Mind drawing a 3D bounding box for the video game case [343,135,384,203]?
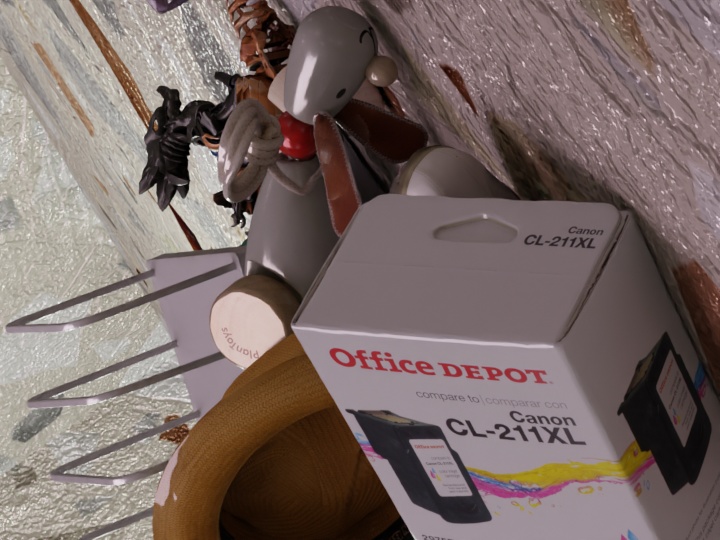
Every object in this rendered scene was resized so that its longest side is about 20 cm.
[{"bbox_3d":[0.011,-0.016,1.724,0.200,0.023,0.182,56,173,3],"label":"video game case"}]

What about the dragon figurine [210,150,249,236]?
[{"bbox_3d":[-0.038,-0.024,1.849,0.200,0.059,0.099,54,173,16],"label":"dragon figurine"}]

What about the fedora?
[{"bbox_3d":[-0.021,0.092,1.370,0.201,0.200,0.082,63,-175,-46],"label":"fedora"}]

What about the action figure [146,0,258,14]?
[{"bbox_3d":[-0.084,-0.194,1.383,0.130,0.069,0.200,60,169,0],"label":"action figure"}]

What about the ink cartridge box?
[{"bbox_3d":[0.078,0.067,1.205,0.146,0.083,0.200,3,138,36],"label":"ink cartridge box"}]

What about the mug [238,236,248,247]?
[{"bbox_3d":[-0.029,0.065,1.704,0.185,0.114,0.152,45,179,-27],"label":"mug"}]

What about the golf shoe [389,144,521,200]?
[{"bbox_3d":[0.087,0.020,1.284,0.092,0.073,0.200,3,133,50],"label":"golf shoe"}]

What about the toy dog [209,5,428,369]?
[{"bbox_3d":[-0.009,-0.027,1.381,0.096,0.132,0.200,21,139,13],"label":"toy dog"}]

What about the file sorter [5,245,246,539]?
[{"bbox_3d":[-0.112,0.101,1.567,0.139,0.124,0.200,-4,104,63],"label":"file sorter"}]

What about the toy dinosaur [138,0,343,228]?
[{"bbox_3d":[-0.052,-0.088,1.583,0.136,0.102,0.200,-14,69,52],"label":"toy dinosaur"}]

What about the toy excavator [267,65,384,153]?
[{"bbox_3d":[0.000,0.000,1.503,0.200,0.195,0.100,27,-170,-32],"label":"toy excavator"}]
